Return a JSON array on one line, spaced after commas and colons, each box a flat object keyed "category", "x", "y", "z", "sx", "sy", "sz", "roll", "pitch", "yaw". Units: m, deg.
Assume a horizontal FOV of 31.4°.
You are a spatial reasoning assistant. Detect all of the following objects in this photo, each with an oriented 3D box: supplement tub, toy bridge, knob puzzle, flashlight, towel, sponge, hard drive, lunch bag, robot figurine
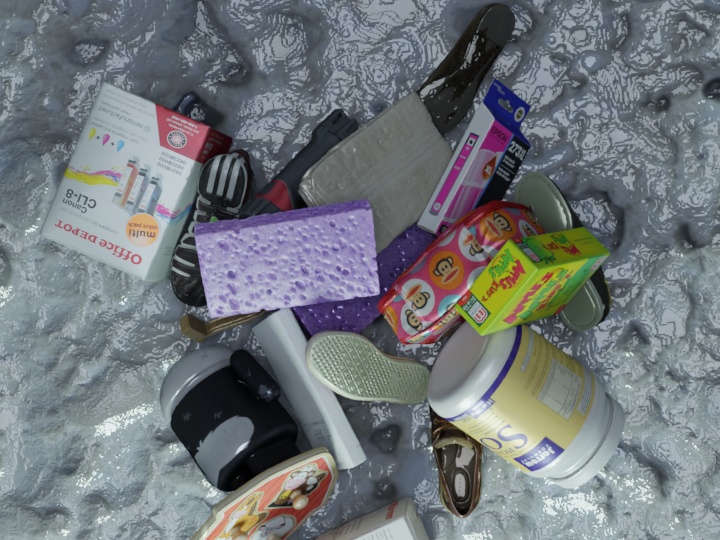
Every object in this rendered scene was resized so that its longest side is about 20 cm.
[{"category": "supplement tub", "x": 0.194, "y": 0.152, "z": 1.497, "sx": 0.200, "sy": 0.145, "sz": 0.146, "roll": 35, "pitch": 92, "yaw": -15}, {"category": "toy bridge", "x": -0.130, "y": 0.025, "z": 1.573, "sx": 0.200, "sy": 0.067, "sz": 0.027, "roll": -39, "pitch": 44, "yaw": 19}, {"category": "knob puzzle", "x": -0.098, "y": 0.282, "z": 1.497, "sx": 0.220, "sy": 0.220, "sz": 0.030, "roll": -39, "pitch": 61, "yaw": 3}, {"category": "flashlight", "x": -0.066, "y": -0.105, "z": 1.531, "sx": 0.068, "sy": 0.068, "sz": 0.200, "roll": 36, "pitch": 57, "yaw": 10}, {"category": "towel", "x": 0.027, "y": -0.108, "z": 1.522, "sx": 0.200, "sy": 0.034, "sz": 0.133, "roll": -39, "pitch": 104, "yaw": -23}, {"category": "sponge", "x": 0.000, "y": 0.000, "z": 1.543, "sx": 0.200, "sy": 0.030, "sz": 0.112, "roll": -41, "pitch": 101, "yaw": -16}, {"category": "hard drive", "x": -0.064, "y": 0.145, "z": 1.540, "sx": 0.027, "sy": 0.132, "sz": 0.200, "roll": -27, "pitch": 88, "yaw": -19}, {"category": "lunch bag", "x": 0.131, "y": 0.005, "z": 1.505, "sx": 0.200, "sy": 0.176, "sz": 0.082, "roll": -43, "pitch": 72, "yaw": 22}, {"category": "robot figurine", "x": -0.154, "y": 0.182, "z": 1.536, "sx": 0.150, "sy": 0.125, "sz": 0.200, "roll": -41, "pitch": 68, "yaw": -2}, {"category": "sponge", "x": -0.081, "y": -0.012, "z": 1.450, "sx": 0.199, "sy": 0.030, "sz": 0.112, "roll": -8, "pitch": 120, "yaw": -1}]

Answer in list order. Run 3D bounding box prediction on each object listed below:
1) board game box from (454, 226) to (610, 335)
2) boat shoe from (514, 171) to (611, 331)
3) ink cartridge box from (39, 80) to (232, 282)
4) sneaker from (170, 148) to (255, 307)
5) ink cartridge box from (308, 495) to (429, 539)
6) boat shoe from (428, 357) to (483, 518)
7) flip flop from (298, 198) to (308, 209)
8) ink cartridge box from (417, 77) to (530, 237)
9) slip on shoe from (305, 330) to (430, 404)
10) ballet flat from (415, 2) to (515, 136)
[{"category": "board game box", "x": 0.196, "y": 0.010, "z": 1.436, "sx": 0.048, "sy": 0.200, "sz": 0.102, "roll": 47, "pitch": 118, "yaw": 19}, {"category": "boat shoe", "x": 0.246, "y": -0.026, "z": 1.555, "sx": 0.072, "sy": 0.061, "sz": 0.202, "roll": -22, "pitch": 87, "yaw": 32}, {"category": "ink cartridge box", "x": -0.268, "y": -0.102, "z": 1.547, "sx": 0.145, "sy": 0.145, "sz": 0.200, "roll": 23, "pitch": 92, "yaw": 4}, {"category": "sneaker", "x": -0.168, "y": -0.058, "z": 1.567, "sx": 0.076, "sy": 0.116, "sz": 0.200, "roll": 22, "pitch": 113, "yaw": 2}, {"category": "ink cartridge box", "x": -0.016, "y": 0.355, "z": 1.527, "sx": 0.200, "sy": 0.146, "sz": 0.084, "roll": -24, "pitch": 87, "yaw": 4}, {"category": "boat shoe", "x": 0.118, "y": 0.201, "z": 1.555, "sx": 0.072, "sy": 0.072, "sz": 0.201, "roll": -1, "pitch": 89, "yaw": 4}, {"category": "flip flop", "x": -0.038, "y": -0.040, "z": 1.574, "sx": 0.081, "sy": 0.058, "sz": 0.200, "roll": -45, "pitch": 87, "yaw": 3}, {"category": "ink cartridge box", "x": 0.148, "y": -0.123, "z": 1.544, "sx": 0.037, "sy": 0.095, "sz": 0.200, "roll": 26, "pitch": 90, "yaw": 39}, {"category": "slip on shoe", "x": 0.002, "y": 0.117, "z": 1.516, "sx": 0.061, "sy": 0.200, "sz": 0.074, "roll": 10, "pitch": 83, "yaw": 44}, {"category": "ballet flat", "x": 0.120, "y": -0.243, "z": 1.575, "sx": 0.067, "sy": 0.046, "sz": 0.200, "roll": 32, "pitch": 98, "yaw": -18}]
